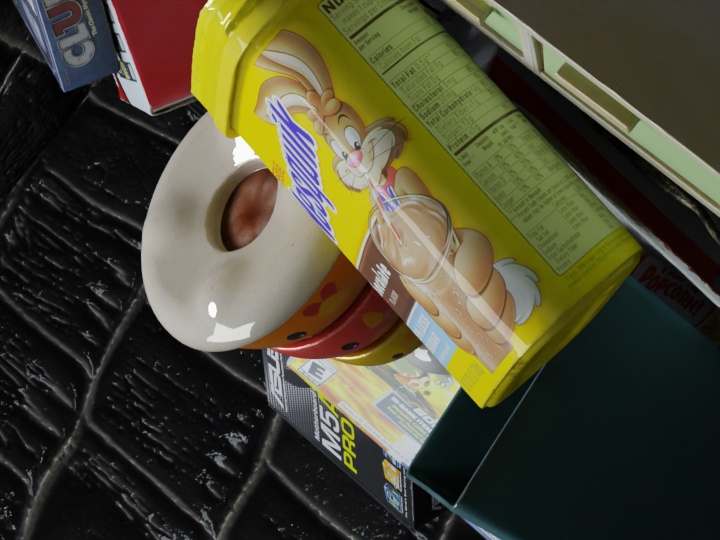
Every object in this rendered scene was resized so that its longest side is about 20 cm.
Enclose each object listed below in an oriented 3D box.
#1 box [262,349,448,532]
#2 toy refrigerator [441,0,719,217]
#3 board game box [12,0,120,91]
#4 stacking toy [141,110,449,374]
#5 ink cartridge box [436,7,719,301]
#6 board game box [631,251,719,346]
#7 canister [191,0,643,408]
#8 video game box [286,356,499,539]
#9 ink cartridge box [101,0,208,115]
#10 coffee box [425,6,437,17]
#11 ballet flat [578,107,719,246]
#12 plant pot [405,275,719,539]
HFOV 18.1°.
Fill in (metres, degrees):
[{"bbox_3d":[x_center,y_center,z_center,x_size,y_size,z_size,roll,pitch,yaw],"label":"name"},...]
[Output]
[{"bbox_3d":[-0.003,0.046,1.436,0.160,0.044,0.201,38,145,37],"label":"box"},{"bbox_3d":[0.101,-0.094,0.890,0.200,0.070,0.076,40,178,11],"label":"toy refrigerator"},{"bbox_3d":[-0.180,-0.209,1.155,0.136,0.034,0.201,-124,16,-44],"label":"board game box"},{"bbox_3d":[0.000,0.000,1.165,0.200,0.147,0.146,28,-175,-40],"label":"stacking toy"},{"bbox_3d":[0.119,-0.060,1.102,0.162,0.057,0.200,41,179,-18],"label":"ink cartridge box"},{"bbox_3d":[0.233,0.064,1.198,0.151,0.046,0.200,42,176,-39],"label":"board game box"},{"bbox_3d":[0.022,-0.045,0.987,0.200,0.086,0.149,48,165,8],"label":"canister"},{"bbox_3d":[0.083,0.068,1.291,0.200,0.047,0.182,41,135,-8],"label":"video game box"},{"bbox_3d":[-0.114,-0.191,1.185,0.176,0.083,0.201,-150,39,-75],"label":"ink cartridge box"},{"bbox_3d":[0.059,-0.071,1.360,0.200,0.115,0.080,39,178,30],"label":"coffee box"},{"bbox_3d":[0.175,-0.037,0.986,0.200,0.068,0.075,46,-165,29],"label":"ballet flat"},{"bbox_3d":[0.152,0.106,1.147,0.199,0.142,0.141,34,177,-7],"label":"plant pot"}]
